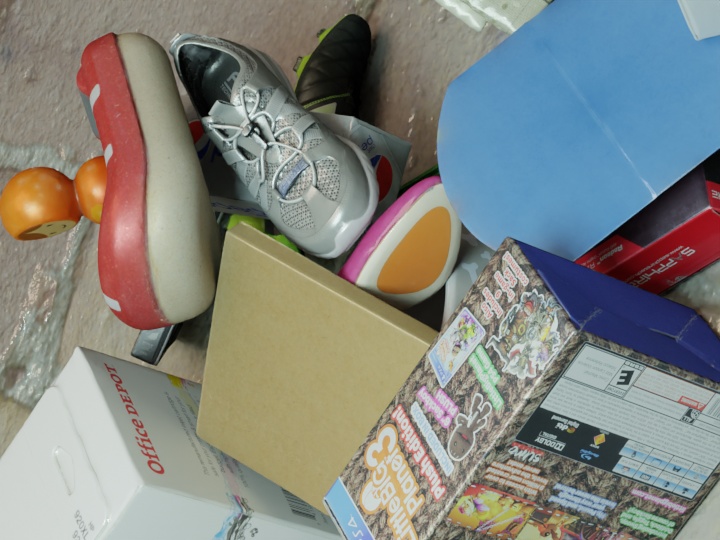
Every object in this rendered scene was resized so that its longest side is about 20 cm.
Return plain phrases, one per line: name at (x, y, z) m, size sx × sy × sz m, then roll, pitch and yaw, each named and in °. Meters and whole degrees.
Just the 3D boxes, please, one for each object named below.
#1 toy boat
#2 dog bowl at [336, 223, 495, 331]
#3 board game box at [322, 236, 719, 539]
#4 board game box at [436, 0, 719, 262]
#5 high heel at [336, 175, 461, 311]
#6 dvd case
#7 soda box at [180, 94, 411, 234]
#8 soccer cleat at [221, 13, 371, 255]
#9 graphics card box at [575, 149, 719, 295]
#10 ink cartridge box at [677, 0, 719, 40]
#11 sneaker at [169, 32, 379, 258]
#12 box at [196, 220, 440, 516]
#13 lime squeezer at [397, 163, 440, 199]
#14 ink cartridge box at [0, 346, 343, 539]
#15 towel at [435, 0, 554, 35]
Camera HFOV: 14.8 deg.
toy boat at (-0.163, -0.049, 1.750) m, size 0.130 × 0.131 × 0.200 m, roll -16°, pitch 48°, yaw -2°
dog bowl at (0.033, 0.050, 1.781) m, size 0.200 × 0.059 × 0.201 m, roll -38°, pitch 42°, yaw 45°
board game box at (0.106, 0.105, 1.596) m, size 0.200 × 0.159 × 0.097 m, roll -55°, pitch 37°, yaw 18°
board game box at (0.142, -0.088, 1.648) m, size 0.200 × 0.039 × 0.158 m, roll -38°, pitch 54°, yaw 7°
high heel at (0.000, 0.000, 1.739) m, size 0.096 × 0.067 × 0.200 m, roll 62°, pitch 141°, yaw 41°
dvd case at (-0.109, -0.035, 1.990) m, size 0.150 × 0.025 × 0.200 m, roll -73°, pitch 6°, yaw -84°
soda box at (-0.065, -0.072, 1.837) m, size 0.200 × 0.063 × 0.068 m, roll 9°, pitch 81°, yaw 42°
soccer cleat at (-0.024, -0.084, 1.945) m, size 0.081 × 0.068 × 0.200 m, roll 19°, pitch 76°, yaw 20°
graphics card box at (0.171, -0.085, 1.695) m, size 0.125 × 0.051 × 0.200 m, roll -34°, pitch 48°, yaw 39°
ink cartridge box at (0.242, -0.250, 1.605) m, size 0.145 × 0.088 × 0.200 m, roll -13°, pitch 61°, yaw 14°
sneaker at (-0.063, -0.079, 1.736) m, size 0.075 × 0.082 × 0.200 m, roll -53°, pitch 48°, yaw 12°
box at (-0.011, 0.081, 1.706) m, size 0.200 × 0.021 × 0.164 m, roll 29°, pitch 128°, yaw 26°
lime squeezer at (0.075, -0.065, 1.812) m, size 0.200 × 0.038 × 0.071 m, roll -12°, pitch 45°, yaw 54°
ink cartridge box at (-0.125, 0.168, 1.830) m, size 0.145 × 0.200 × 0.147 m, roll -54°, pitch 38°, yaw 20°
towel at (0.081, -0.268, 1.785) m, size 0.193 × 0.200 × 0.035 m, roll -53°, pitch -7°, yaw -8°
